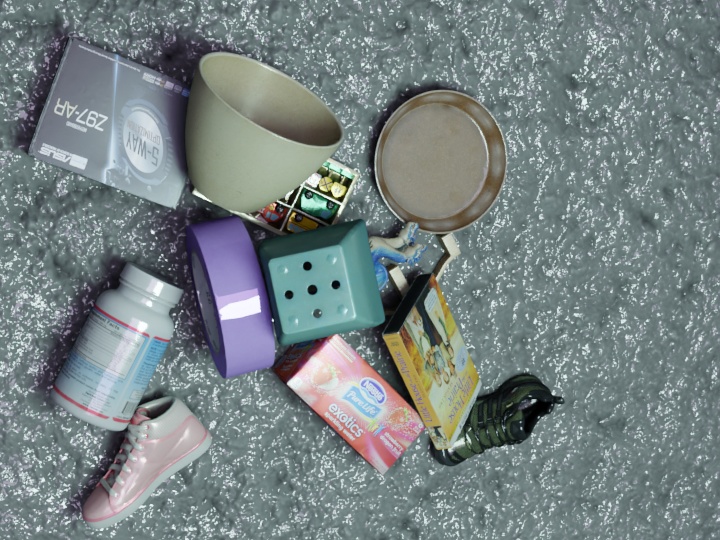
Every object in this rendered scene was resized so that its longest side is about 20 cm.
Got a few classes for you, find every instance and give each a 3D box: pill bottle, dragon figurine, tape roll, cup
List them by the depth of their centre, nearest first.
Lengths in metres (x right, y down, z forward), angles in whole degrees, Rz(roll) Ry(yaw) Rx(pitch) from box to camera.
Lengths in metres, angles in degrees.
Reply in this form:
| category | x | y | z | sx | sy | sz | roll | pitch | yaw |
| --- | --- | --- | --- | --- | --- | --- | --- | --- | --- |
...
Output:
| category | x | y | z | sx | sy | sz | roll | pitch | yaw |
| --- | --- | --- | --- | --- | --- | --- | --- | --- | --- |
| cup | -0.140 | -0.158 | 1.420 | 0.200 | 0.201 | 0.144 | 22 | 118 | -19 |
| tape roll | -0.168 | 0.033 | 1.446 | 0.065 | 0.200 | 0.201 | -14 | 102 | -16 |
| pill bottle | -0.309 | 0.096 | 1.459 | 0.108 | 0.109 | 0.201 | 27 | 89 | -19 |
| dragon figurine | 0.000 | 0.000 | 1.557 | 0.200 | 0.059 | 0.099 | -42 | 135 | 9 |

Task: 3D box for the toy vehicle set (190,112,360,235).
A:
| category | x | y | z | sx | sy | sz | roll | pitch | yaw |
| --- | --- | --- | --- | --- | --- | --- | --- | --- | --- |
| toy vehicle set | -0.114 | -0.119 | 1.532 | 0.199 | 0.027 | 0.125 | 25 | 90 | -19 |

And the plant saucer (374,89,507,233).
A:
| category | x | y | z | sx | sy | sz | roll | pitch | yaw |
| --- | --- | --- | --- | --- | --- | --- | --- | --- | --- |
| plant saucer | 0.110 | -0.153 | 1.594 | 0.199 | 0.034 | 0.201 | -3 | 100 | -16 |

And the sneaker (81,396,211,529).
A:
| category | x | y | z | sx | sy | sz | roll | pitch | yaw |
| --- | --- | --- | --- | --- | --- | --- | --- | --- | --- |
| sneaker | -0.300 | 0.243 | 1.492 | 0.200 | 0.075 | 0.105 | -38 | 123 | -17 |

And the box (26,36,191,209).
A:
| category | x | y | z | sx | sy | sz | roll | pitch | yaw |
| --- | --- | --- | --- | --- | --- | --- | --- | --- | --- |
| box | -0.306 | -0.188 | 1.453 | 0.199 | 0.044 | 0.161 | 21 | 91 | -19 |

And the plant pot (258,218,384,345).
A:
| category | x | y | z | sx | sy | sz | roll | pitch | yaw |
| --- | --- | --- | --- | --- | --- | --- | --- | --- | --- |
| plant pot | -0.051 | 0.018 | 1.401 | 0.141 | 0.200 | 0.142 | -12 | 92 | 2 |

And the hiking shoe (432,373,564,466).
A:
| category | x | y | z | sx | sy | sz | roll | pitch | yaw |
| --- | --- | --- | --- | --- | --- | --- | --- | --- | --- |
| hiking shoe | 0.196 | 0.220 | 1.639 | 0.200 | 0.101 | 0.076 | -33 | 105 | -10 |

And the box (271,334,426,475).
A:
| category | x | y | z | sx | sy | sz | roll | pitch | yaw |
| --- | --- | --- | --- | --- | --- | --- | --- | --- | --- |
| box | -0.015 | 0.175 | 1.569 | 0.100 | 0.095 | 0.200 | -46 | 108 | -8 |

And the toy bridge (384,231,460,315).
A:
| category | x | y | z | sx | sy | sz | roll | pitch | yaw |
| --- | --- | --- | --- | --- | --- | --- | --- | --- | --- |
| toy bridge | 0.058 | 0.023 | 1.606 | 0.200 | 0.027 | 0.067 | -33 | 107 | -11 |

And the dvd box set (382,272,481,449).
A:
| category | x | y | z | sx | sy | sz | roll | pitch | yaw |
| --- | --- | --- | --- | --- | --- | --- | --- | --- | --- |
| dvd box set | 0.103 | 0.126 | 1.573 | 0.201 | 0.029 | 0.146 | 65 | 35 | -24 |
